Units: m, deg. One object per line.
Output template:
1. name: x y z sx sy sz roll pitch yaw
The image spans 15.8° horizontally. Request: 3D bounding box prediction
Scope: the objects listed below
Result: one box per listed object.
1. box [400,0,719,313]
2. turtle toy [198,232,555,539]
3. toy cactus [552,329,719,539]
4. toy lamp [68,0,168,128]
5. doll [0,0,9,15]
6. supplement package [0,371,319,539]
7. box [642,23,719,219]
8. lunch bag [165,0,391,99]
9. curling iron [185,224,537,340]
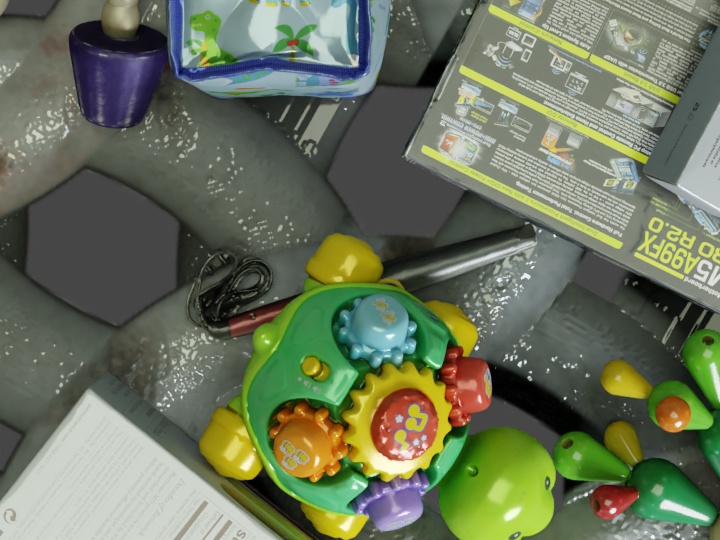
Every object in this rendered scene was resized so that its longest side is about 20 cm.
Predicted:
1. box: 0.145 -0.090 1.429 0.199 0.044 0.161 25 92 -1
2. turtle toy: 0.020 0.082 1.391 0.200 0.101 0.146 34 86 -30
3. toy cactus: 0.212 0.112 1.419 0.199 0.102 0.166 -15 101 -8
4. toy lamp: -0.124 -0.174 1.394 0.058 0.058 0.201 8 115 0
5. doll: -0.161 -0.216 1.420 0.136 0.048 0.200 36 93 -23
6. supplement package: -0.096 0.162 1.401 0.200 0.114 0.110 38 92 -2
7. box: 0.267 -0.074 1.393 0.200 0.041 0.156 28 91 -28
8. lunch bag: -0.038 -0.193 1.362 0.127 0.170 0.201 -2 90 0
9. curling iron: 0.000 0.000 1.439 0.199 0.026 0.050 -10 95 0
